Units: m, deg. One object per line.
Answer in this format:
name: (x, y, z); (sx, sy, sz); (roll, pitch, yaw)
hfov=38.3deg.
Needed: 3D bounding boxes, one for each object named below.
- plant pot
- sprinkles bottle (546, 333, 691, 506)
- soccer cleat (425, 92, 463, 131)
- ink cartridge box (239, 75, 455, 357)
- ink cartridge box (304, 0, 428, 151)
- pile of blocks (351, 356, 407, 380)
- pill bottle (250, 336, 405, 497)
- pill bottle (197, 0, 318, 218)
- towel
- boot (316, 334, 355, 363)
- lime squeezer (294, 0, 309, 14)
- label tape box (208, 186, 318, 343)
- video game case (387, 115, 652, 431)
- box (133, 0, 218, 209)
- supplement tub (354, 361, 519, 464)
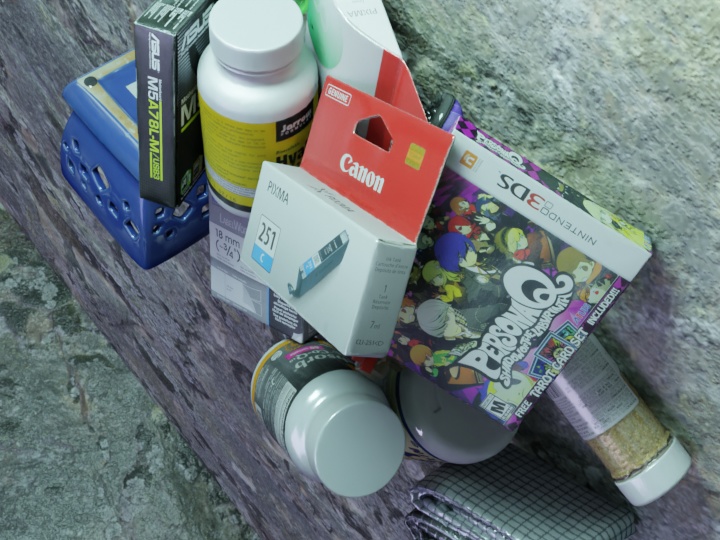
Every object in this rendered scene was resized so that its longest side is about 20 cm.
plant pot: (-0.246, -0.160, 1.275); (0.200, 0.199, 0.181); (45, 150, 20)
sprinkles bottle: (0.209, 0.111, 0.928); (0.201, 0.068, 0.068); (52, 157, 4)
soccer cleat: (0.068, -0.089, 0.942); (0.072, 0.069, 0.200); (31, 154, 2)
ink cartridge box: (-0.020, -0.053, 0.834); (0.199, 0.044, 0.179); (36, 114, 52)
ink cartridge box: (-0.002, -0.154, 0.895); (0.162, 0.049, 0.203); (104, 154, -61)
pile of blocks: (0.016, 0.052, 0.939); (0.081, 0.063, 0.201); (8, 149, 25)
pill bottle: (-0.034, 0.146, 1.050); (0.118, 0.115, 0.200); (62, 167, -21)
pill bottle: (-0.093, -0.151, 0.948); (0.111, 0.111, 0.202); (41, 151, 25)
towel: (0.166, 0.267, 1.084); (0.198, 0.164, 0.087); (25, 115, 33)
boot: (0.010, 0.136, 1.351); (0.199, 0.069, 0.176); (24, 143, 47)
lime squeezer: (-0.062, -0.252, 0.953); (0.037, 0.071, 0.200); (34, 158, -7)
label tape box: (-0.092, -0.046, 1.093); (0.143, 0.063, 0.203); (24, 125, 33)
video game case: (0.101, 0.009, 0.826); (0.180, 0.036, 0.201); (32, 119, -3)
box: (-0.153, -0.194, 0.994); (0.047, 0.201, 0.195); (19, 133, 7)
supplement tub: (0.074, 0.133, 1.124); (0.146, 0.144, 0.199); (55, 157, -6)
